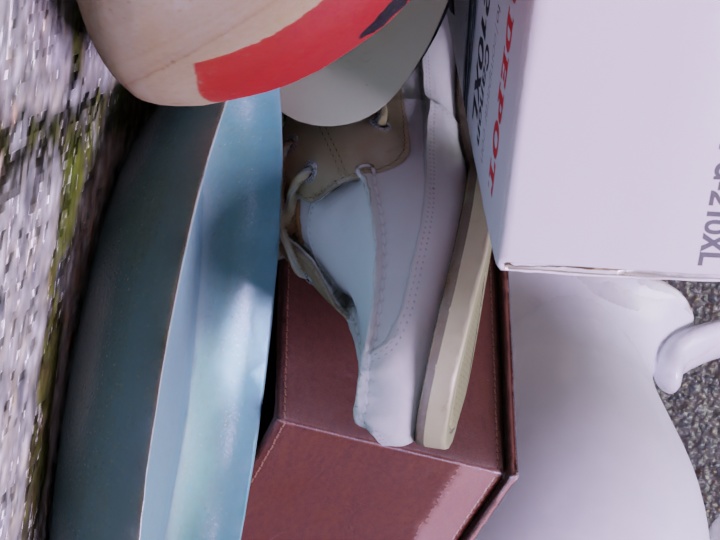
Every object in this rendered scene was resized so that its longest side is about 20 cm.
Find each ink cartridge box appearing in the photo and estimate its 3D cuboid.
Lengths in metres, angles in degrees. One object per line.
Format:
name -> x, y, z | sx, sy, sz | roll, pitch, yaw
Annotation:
ink cartridge box -> 0.075, -0.110, 0.756 | 0.200, 0.084, 0.145 | -97, -169, -56

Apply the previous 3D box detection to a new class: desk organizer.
desk organizer -> 0.000, 0.000, 0.883 | 0.072, 0.077, 0.200 | 120, -22, -44

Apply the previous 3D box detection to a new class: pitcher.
pitcher -> 0.097, 0.086, 1.016 | 0.121, 0.171, 0.200 | 95, 2, -48

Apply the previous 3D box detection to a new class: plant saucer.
plant saucer -> -0.050, 0.040, 0.695 | 0.200, 0.027, 0.201 | 8, 90, -86

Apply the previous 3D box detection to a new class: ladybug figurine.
ladybug figurine -> -0.016, -0.102, 0.594 | 0.200, 0.072, 0.136 | -59, 156, -78

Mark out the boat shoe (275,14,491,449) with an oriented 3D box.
boat shoe -> 0.004, -0.018, 0.802 | 0.200, 0.068, 0.075 | -84, -175, -58

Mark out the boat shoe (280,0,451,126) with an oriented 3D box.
boat shoe -> -0.001, -0.142, 0.754 | 0.063, 0.071, 0.201 | -76, 168, -73
